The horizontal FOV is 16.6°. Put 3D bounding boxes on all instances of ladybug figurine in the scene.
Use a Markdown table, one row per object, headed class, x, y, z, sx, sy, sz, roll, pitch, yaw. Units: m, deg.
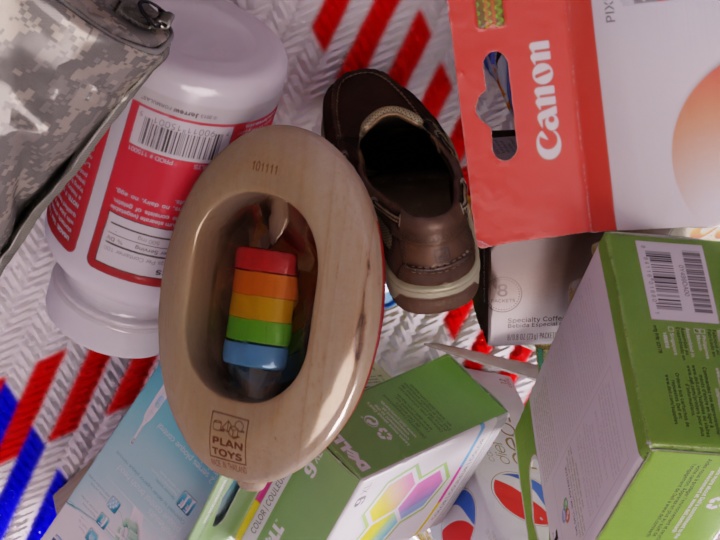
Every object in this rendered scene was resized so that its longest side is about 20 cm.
| class | x | y | z | sx | sy | sz | roll | pitch | yaw |
| --- | --- | --- | --- | --- | --- | --- | --- | --- | --- |
| ladybug figurine | -0.043 | 0.021 | 1.363 | 0.072 | 0.135 | 0.201 | 3 | 99 | -61 |

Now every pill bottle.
| class | x | y | z | sx | sy | sz | roll | pitch | yaw |
| --- | --- | --- | --- | --- | --- | --- | --- | --- | --- |
| pill bottle | -0.119 | -0.053 | 1.433 | 0.112 | 0.112 | 0.201 | 7 | 124 | -21 |

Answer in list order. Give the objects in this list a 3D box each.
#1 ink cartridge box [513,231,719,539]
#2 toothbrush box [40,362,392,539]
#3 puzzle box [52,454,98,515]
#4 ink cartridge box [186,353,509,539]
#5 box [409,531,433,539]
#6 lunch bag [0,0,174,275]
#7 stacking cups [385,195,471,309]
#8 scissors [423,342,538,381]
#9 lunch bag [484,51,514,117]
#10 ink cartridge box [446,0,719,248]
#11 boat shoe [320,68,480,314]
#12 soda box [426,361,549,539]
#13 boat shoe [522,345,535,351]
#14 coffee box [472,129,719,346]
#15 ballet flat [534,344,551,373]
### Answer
| class | x | y | z | sx | sy | sz | roll | pitch | yaw |
| --- | --- | --- | --- | --- | --- | --- | --- | --- | --- |
| ink cartridge box | 0.154 | 0.096 | 1.413 | 0.075 | 0.148 | 0.200 | 4 | 142 | -14 |
| toothbrush box | -0.088 | 0.124 | 1.522 | 0.200 | 0.085 | 0.146 | -54 | 157 | 19 |
| puzzle box | -0.091 | 0.163 | 1.658 | 0.133 | 0.025 | 0.200 | -41 | 126 | 13 |
| ink cartridge box | -0.008 | 0.128 | 1.479 | 0.200 | 0.059 | 0.104 | -19 | 146 | -48 |
| box | 0.020 | 0.181 | 1.660 | 0.039 | 0.042 | 0.200 | -35 | 140 | 4 |
| lunch bag | -0.214 | -0.104 | 1.318 | 0.168 | 0.139 | 0.200 | 40 | 109 | -3 |
| stacking cups | 0.000 | 0.000 | 1.486 | 0.199 | 0.060 | 0.061 | -15 | 136 | -44 |
| scissors | 0.141 | 0.078 | 1.638 | 0.199 | 0.073 | 0.014 | 4 | 142 | -19 |
| lunch bag | 0.140 | -0.184 | 1.441 | 0.159 | 0.076 | 0.201 | -8 | 128 | -6 |
| ink cartridge box | 0.156 | -0.102 | 1.386 | 0.199 | 0.050 | 0.163 | -8 | 97 | -7 |
| boat shoe | 0.025 | -0.066 | 1.408 | 0.074 | 0.203 | 0.075 | -16 | 131 | -9 |
| soda box | 0.084 | 0.148 | 1.588 | 0.068 | 0.200 | 0.064 | 12 | 121 | -25 |
| boat shoe | 0.181 | 0.042 | 1.629 | 0.199 | 0.072 | 0.066 | 10 | 151 | -30 |
| coffee box | 0.168 | -0.024 | 1.475 | 0.199 | 0.080 | 0.115 | -2 | 113 | -4 |
| ballet flat | 0.199 | 0.046 | 1.558 | 0.199 | 0.071 | 0.071 | -6 | 128 | -21 |
